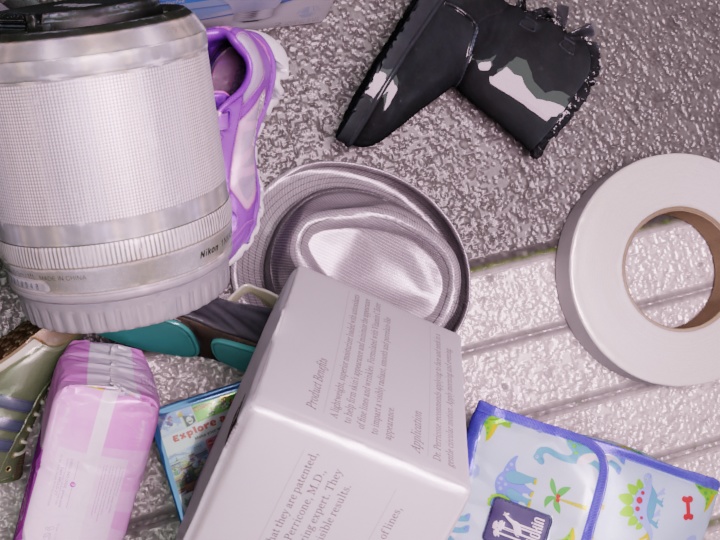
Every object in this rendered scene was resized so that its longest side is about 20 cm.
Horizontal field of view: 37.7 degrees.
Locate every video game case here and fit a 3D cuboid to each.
[{"bbox_3d":[-0.063,0.180,0.796,0.143,0.018,0.200,-17,87,-10],"label":"video game case"}]

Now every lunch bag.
[{"bbox_3d":[0.157,0.210,0.831,0.200,0.127,0.170,20,83,-9],"label":"lunch bag"}]

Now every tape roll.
[{"bbox_3d":[0.269,0.000,0.909,0.203,0.037,0.203,1,87,-10],"label":"tape roll"}]

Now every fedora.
[{"bbox_3d":[0.000,0.000,0.831,0.200,0.090,0.177,31,82,-7],"label":"fedora"}]

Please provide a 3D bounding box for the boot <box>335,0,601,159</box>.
[{"bbox_3d":[0.093,-0.150,0.870,0.162,0.073,0.198,33,81,-10],"label":"boot"}]

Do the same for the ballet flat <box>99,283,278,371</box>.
[{"bbox_3d":[-0.111,0.036,0.793,0.200,0.073,0.073,14,84,9],"label":"ballet flat"}]

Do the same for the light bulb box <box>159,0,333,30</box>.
[{"bbox_3d":[-0.113,-0.259,0.769,0.198,0.200,0.125,-10,88,-10],"label":"light bulb box"}]

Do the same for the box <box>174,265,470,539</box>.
[{"bbox_3d":[-0.032,0.136,0.663,0.131,0.199,0.200,24,111,-5],"label":"box"}]

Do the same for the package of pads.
[{"bbox_3d":[-0.201,0.159,0.751,0.076,0.121,0.200,15,98,-14],"label":"package of pads"}]

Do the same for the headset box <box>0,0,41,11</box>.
[{"bbox_3d":[-0.297,-0.120,0.791,0.149,0.075,0.200,38,81,-7],"label":"headset box"}]

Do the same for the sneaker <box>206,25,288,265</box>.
[{"bbox_3d":[-0.113,-0.101,0.810,0.080,0.088,0.200,9,84,10],"label":"sneaker"}]

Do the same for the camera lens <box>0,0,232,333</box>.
[{"bbox_3d":[-0.173,-0.077,0.706,0.160,0.160,0.200,-9,110,-11],"label":"camera lens"}]

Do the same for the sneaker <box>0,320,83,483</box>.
[{"bbox_3d":[-0.277,0.116,0.794,0.200,0.067,0.090,-39,110,-16],"label":"sneaker"}]
